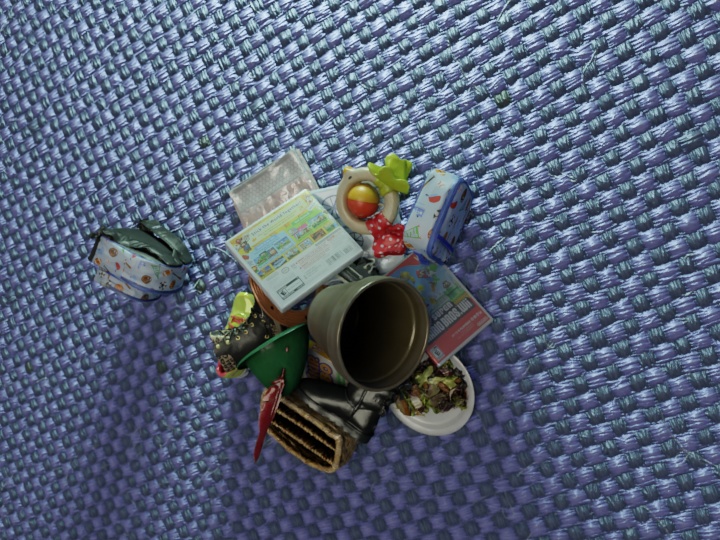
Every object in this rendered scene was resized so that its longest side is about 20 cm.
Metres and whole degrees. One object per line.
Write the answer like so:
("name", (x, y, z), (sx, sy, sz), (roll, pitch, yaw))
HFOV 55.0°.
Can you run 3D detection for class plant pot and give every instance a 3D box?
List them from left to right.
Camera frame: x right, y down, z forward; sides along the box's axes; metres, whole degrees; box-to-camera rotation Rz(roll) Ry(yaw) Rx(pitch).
("plant pot", (-0.003, 0.099, 1.247), (0.173, 0.199, 0.201), (14, 101, 55))

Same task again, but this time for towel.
("towel", (-0.171, -0.130, 1.463), (0.199, 0.032, 0.192), (-28, 83, 23))

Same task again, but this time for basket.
("basket", (-0.112, 0.326, 1.409), (0.199, 0.149, 0.143), (30, 105, 17))

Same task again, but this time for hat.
("hat", (-0.129, 0.222, 1.314), (0.200, 0.166, 0.177), (-34, 77, 16))

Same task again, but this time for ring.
("ring", (-0.141, 0.019, 1.379), (0.019, 0.200, 0.201), (-23, 85, 43))

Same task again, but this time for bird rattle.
("bird rattle", (0.031, -0.125, 1.330), (0.162, 0.113, 0.201), (15, 116, 23))

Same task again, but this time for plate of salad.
("plate of salad", (0.123, 0.232, 1.340), (0.199, 0.048, 0.201), (9, 109, 28))

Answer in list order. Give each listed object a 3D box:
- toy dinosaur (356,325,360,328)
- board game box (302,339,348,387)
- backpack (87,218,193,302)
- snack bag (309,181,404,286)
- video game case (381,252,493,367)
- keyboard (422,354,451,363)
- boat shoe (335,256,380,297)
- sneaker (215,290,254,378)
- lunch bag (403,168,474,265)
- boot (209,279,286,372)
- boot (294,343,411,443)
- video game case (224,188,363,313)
("toy dinosaur", (-0.020, 0.144, 1.383), (0.200, 0.060, 0.107), (-34, 83, 33))
("board game box", (-0.060, 0.213, 1.417), (0.199, 0.030, 0.096), (31, 132, 16))
("backpack", (-0.478, -0.014, 1.525), (0.190, 0.200, 0.155), (21, 107, 13))
("snack bag", (-0.006, -0.078, 1.389), (0.188, 0.021, 0.201), (-11, 97, 15))
("video game case", (0.135, 0.063, 1.311), (0.143, 0.017, 0.200), (-37, 77, -16))
("keyboard", (0.094, 0.124, 1.373), (0.199, 0.040, 0.105), (6, 109, 28))
("boat shoe", (0.000, 0.000, 1.353), (0.199, 0.073, 0.062), (29, 109, 12))
("sneaker", (-0.266, 0.143, 1.492), (0.078, 0.090, 0.201), (12, 97, 23))
("lunch bag", (0.142, -0.087, 1.245), (0.075, 0.200, 0.161), (21, 89, 18))
("boot", (-0.232, 0.114, 1.402), (0.150, 0.073, 0.201), (-18, 124, -2))
("boot", (-0.014, 0.217, 1.331), (0.198, 0.073, 0.163), (33, 100, 17))
("video game case", (-0.126, -0.042, 1.323), (0.200, 0.023, 0.182), (-36, 71, -19))
